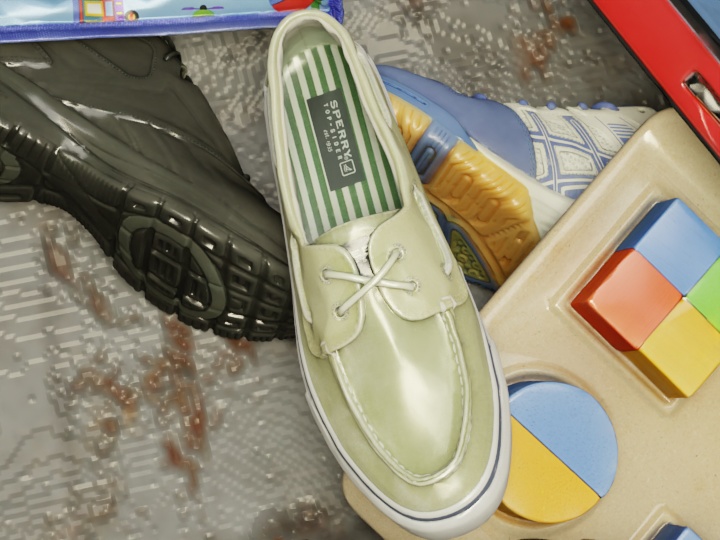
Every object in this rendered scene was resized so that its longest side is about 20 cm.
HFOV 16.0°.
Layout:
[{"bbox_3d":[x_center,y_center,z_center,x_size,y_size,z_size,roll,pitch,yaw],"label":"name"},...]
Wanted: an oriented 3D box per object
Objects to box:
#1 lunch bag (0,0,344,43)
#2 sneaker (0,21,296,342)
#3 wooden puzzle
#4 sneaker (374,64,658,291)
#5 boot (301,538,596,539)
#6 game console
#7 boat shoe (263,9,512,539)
[{"bbox_3d":[-0.120,-0.158,1.008,0.198,0.094,0.151,-12,48,-4],"label":"lunch bag"},{"bbox_3d":[-0.083,-0.049,1.000,0.199,0.076,0.091,34,58,-2],"label":"sneaker"},{"bbox_3d":[0.122,0.069,0.962,0.185,0.046,0.200,43,85,-7],"label":"wooden puzzle"},{"bbox_3d":[0.080,-0.035,1.029,0.199,0.075,0.089,30,60,-8],"label":"sneaker"},{"bbox_3d":[0.037,0.152,0.851,0.165,0.200,0.073,3,112,11],"label":"boot"},{"bbox_3d":[0.159,-0.075,1.002,0.031,0.176,0.201,-44,70,23],"label":"game console"},{"bbox_3d":[0.000,0.000,0.925,0.072,0.062,0.201,-21,69,5],"label":"boat shoe"}]
